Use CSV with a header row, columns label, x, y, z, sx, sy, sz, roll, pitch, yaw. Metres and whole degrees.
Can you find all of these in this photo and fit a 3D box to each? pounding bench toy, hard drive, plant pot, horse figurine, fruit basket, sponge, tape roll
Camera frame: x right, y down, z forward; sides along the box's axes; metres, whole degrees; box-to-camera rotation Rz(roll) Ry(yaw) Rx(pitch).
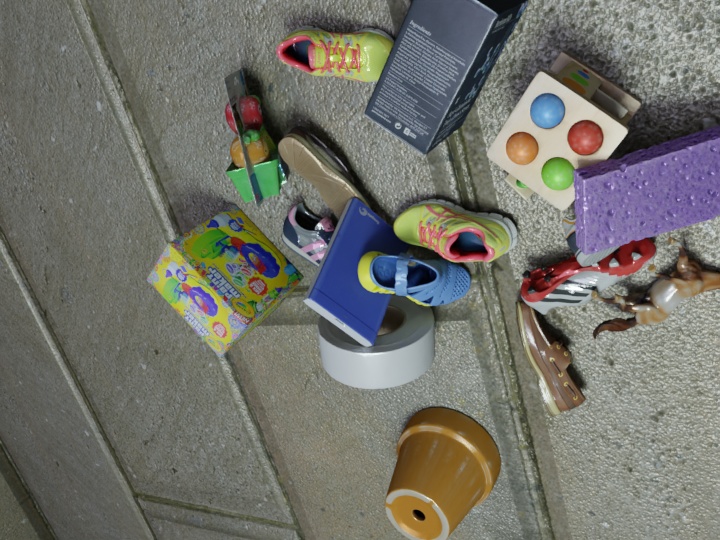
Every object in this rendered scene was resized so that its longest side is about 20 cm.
label,x,y,z,sx,sy,sz,roll,pitch,yaw
pounding bench toy,0.242,-0.152,0.829,0.124,0.156,0.201,36,129,8
hard drive,0.000,0.000,1.010,0.132,0.201,0.025,37,145,-23
plant pot,0.137,0.391,1.177,0.198,0.183,0.202,15,123,24
horse figurine,0.411,0.031,0.877,0.132,0.050,0.200,21,131,-27
fruit basket,-0.176,-0.224,1.046,0.093,0.186,0.202,-6,111,1
sponge,0.355,-0.095,0.755,0.198,0.030,0.112,-17,125,2
tape roll,0.029,0.112,1.079,0.201,0.202,0.072,9,120,27

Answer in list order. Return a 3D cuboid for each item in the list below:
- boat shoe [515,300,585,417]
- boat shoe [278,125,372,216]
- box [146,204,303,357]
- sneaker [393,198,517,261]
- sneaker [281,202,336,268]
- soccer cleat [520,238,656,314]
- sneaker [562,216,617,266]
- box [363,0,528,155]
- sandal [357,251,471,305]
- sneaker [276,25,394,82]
label,x,y,z,sx,sy,sz,roll,pitch,yaw
boat shoe,0.301,0.133,1.014,0.067,0.072,0.202,-20,101,16
boat shoe,-0.048,-0.161,1.060,0.200,0.065,0.072,41,140,-18
box,-0.251,0.016,1.200,0.200,0.193,0.122,46,129,0
sneaker,0.134,-0.056,0.981,0.198,0.090,0.079,8,121,29
sneaker,-0.053,-0.047,1.123,0.199,0.070,0.083,29,130,13
soccer cleat,0.332,0.008,0.928,0.199,0.069,0.085,-25,134,25
sneaker,0.357,-0.093,0.839,0.199,0.078,0.080,-37,61,22
box,0.112,-0.281,0.842,0.107,0.148,0.201,34,129,10
sandal,0.098,0.014,0.996,0.087,0.198,0.080,-6,81,59
sneaker,-0.038,-0.318,0.950,0.198,0.090,0.079,12,120,24
